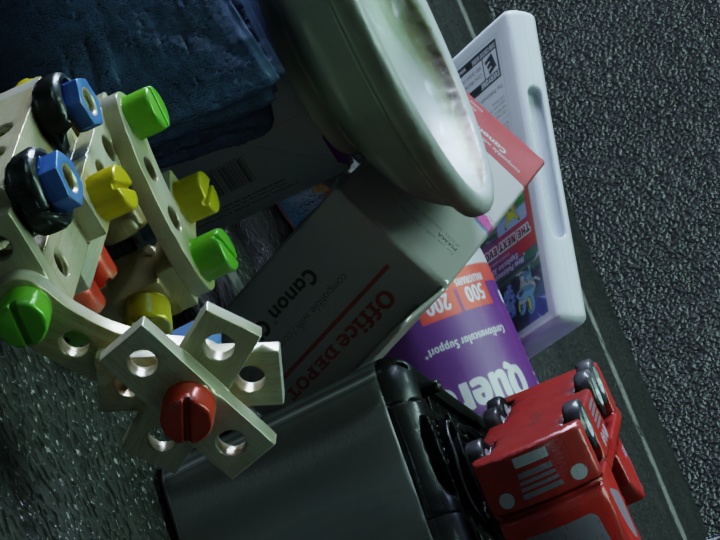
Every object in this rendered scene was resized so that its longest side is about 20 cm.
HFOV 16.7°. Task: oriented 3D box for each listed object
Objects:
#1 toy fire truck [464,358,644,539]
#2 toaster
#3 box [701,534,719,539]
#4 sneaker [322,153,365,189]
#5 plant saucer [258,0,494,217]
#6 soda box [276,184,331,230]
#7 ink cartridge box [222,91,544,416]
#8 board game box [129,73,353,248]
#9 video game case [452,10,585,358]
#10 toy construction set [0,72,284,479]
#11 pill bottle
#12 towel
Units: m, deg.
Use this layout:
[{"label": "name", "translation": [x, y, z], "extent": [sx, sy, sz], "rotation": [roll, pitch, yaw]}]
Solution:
[{"label": "toy fire truck", "translation": [0.100, 0.112, 1.002], "extent": [0.200, 0.049, 0.141], "rotation": [-44, 110, -79]}, {"label": "toaster", "translation": [0.020, 0.144, 0.992], "extent": [0.181, 0.119, 0.200], "rotation": [68, 10, 18]}, {"label": "box", "translation": [0.140, 0.178, 1.223], "extent": [0.200, 0.159, 0.046], "rotation": [124, -58, -78]}, {"label": "sneaker", "translation": [-0.015, -0.078, 1.277], "extent": [0.200, 0.074, 0.080], "rotation": [22, 23, -27]}, {"label": "plant saucer", "translation": [-0.006, -0.106, 1.039], "extent": [0.200, 0.050, 0.200], "rotation": [60, 12, -21]}, {"label": "soda box", "translation": [-0.053, -0.111, 1.372], "extent": [0.068, 0.064, 0.200], "rotation": [-105, 167, -47]}, {"label": "ink cartridge box", "translation": [0.000, 0.000, 1.115], "extent": [0.067, 0.116, 0.200], "rotation": [42, 29, 0]}, {"label": "board game box", "translation": [-0.084, -0.121, 1.116], "extent": [0.103, 0.105, 0.200], "rotation": [57, 13, -39]}, {"label": "video game case", "translation": [0.056, -0.022, 1.383], "extent": [0.200, 0.023, 0.182], "rotation": [-39, -126, 55]}, {"label": "toy construction set", "translation": [-0.092, 0.000, 0.865], "extent": [0.131, 0.092, 0.200], "rotation": [61, 0, -25]}, {"label": "pill bottle", "translation": [0.046, 0.090, 1.276], "extent": [0.200, 0.112, 0.112], "rotation": [67, 10, 7]}, {"label": "towel", "translation": [-0.112, -0.135, 0.982], "extent": [0.049, 0.112, 0.200], "rotation": [103, -34, -76]}]
